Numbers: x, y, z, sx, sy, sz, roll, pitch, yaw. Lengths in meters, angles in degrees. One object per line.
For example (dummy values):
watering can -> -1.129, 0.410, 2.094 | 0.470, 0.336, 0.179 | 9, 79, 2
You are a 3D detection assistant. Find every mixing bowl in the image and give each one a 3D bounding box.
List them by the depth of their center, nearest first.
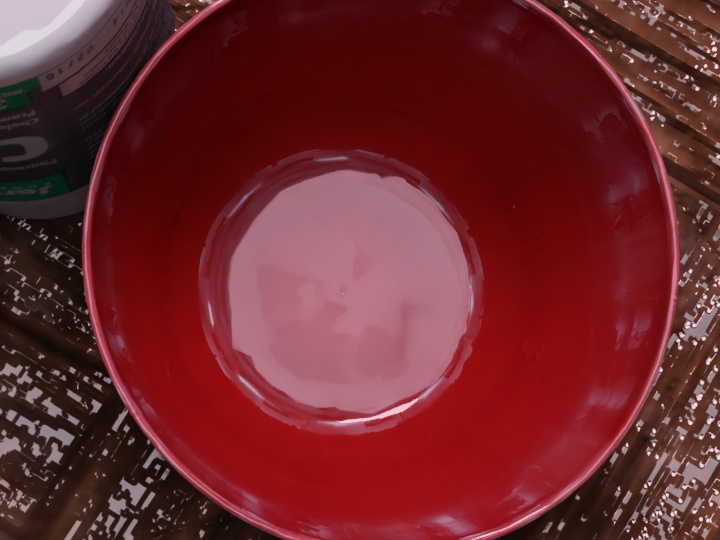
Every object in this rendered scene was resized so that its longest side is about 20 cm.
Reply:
mixing bowl -> 0.000, 0.000, 0.761 | 0.200, 0.108, 0.200 | 1, 82, -10

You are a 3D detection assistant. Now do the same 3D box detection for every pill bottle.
pill bottle -> -0.121, -0.087, 0.740 | 0.113, 0.200, 0.113 | 0, 77, 0
